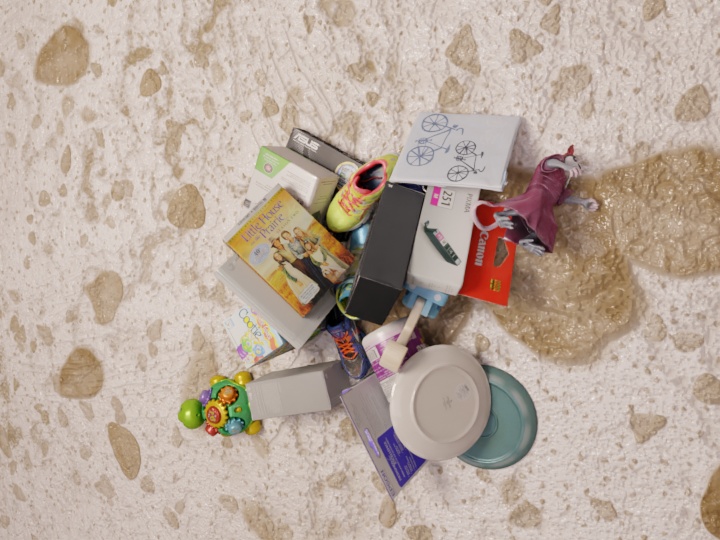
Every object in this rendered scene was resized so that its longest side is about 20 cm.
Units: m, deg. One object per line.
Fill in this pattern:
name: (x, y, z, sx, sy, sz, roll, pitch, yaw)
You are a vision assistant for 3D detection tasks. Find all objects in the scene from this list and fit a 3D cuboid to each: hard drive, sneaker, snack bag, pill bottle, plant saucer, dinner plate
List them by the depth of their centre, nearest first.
snack bag: (0.167, -0.209, 0.935, 0.198, 0.022, 0.190, 8, 54, 22)
dinner plate: (0.146, 0.233, 0.953, 0.198, 0.024, 0.203, 1, 87, -20)
hard drive: (-0.149, 0.031, 0.998, 0.200, 0.132, 0.026, 43, 142, -5)
sneaker: (-0.003, -0.145, 1.000, 0.200, 0.090, 0.078, -45, 78, 25)
plant saucer: (0.227, 0.279, 1.019, 0.198, 0.027, 0.203, 3, 96, 26)
pill bottle: (0.091, 0.198, 1.020, 0.112, 0.112, 0.202, -31, 77, 24)
sneaker: (0.000, 0.000, 1.040, 0.079, 0.130, 0.203, -6, 92, 24)
sneaker: (-0.036, 0.125, 1.099, 0.075, 0.078, 0.202, -20, 86, 26)

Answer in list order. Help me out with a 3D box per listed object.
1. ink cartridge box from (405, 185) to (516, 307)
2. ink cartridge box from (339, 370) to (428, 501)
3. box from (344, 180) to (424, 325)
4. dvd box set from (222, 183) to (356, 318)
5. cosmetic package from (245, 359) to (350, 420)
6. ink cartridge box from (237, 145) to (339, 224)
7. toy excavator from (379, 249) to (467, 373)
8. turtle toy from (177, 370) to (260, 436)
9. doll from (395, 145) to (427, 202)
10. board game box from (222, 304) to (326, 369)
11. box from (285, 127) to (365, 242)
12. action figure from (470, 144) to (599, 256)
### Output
ink cartridge box: (0.180, -0.053, 0.917, 0.171, 0.044, 0.202, 13, 65, 6)
ink cartridge box: (0.043, 0.294, 1.011, 0.043, 0.199, 0.200, -31, 81, 28)
box: (0.041, -0.029, 0.946, 0.078, 0.142, 0.202, 16, 59, 0)
dvd box set: (-0.125, -0.037, 0.978, 0.200, 0.029, 0.146, 44, 75, -3)
cosmetic package: (-0.128, 0.249, 1.140, 0.198, 0.107, 0.091, -11, 90, 27)
ink cartridge box: (-0.149, -0.123, 1.074, 0.145, 0.084, 0.202, 31, 113, 19)
toy excavator: (0.107, 0.063, 0.966, 0.099, 0.194, 0.202, 24, 111, 10)
turtle toy: (-0.323, 0.317, 1.239, 0.198, 0.101, 0.148, -13, 90, 26)
doll: (0.122, -0.131, 1.015, 0.136, 0.048, 0.201, -44, 77, 23)
board game box: (-0.158, 0.106, 1.087, 0.103, 0.200, 0.106, -35, 80, 23)
box: (-0.081, -0.175, 1.109, 0.199, 0.044, 0.162, 32, 109, 19)
action figure: (0.298, -0.124, 0.897, 0.148, 0.134, 0.201, 14, 63, 40)
